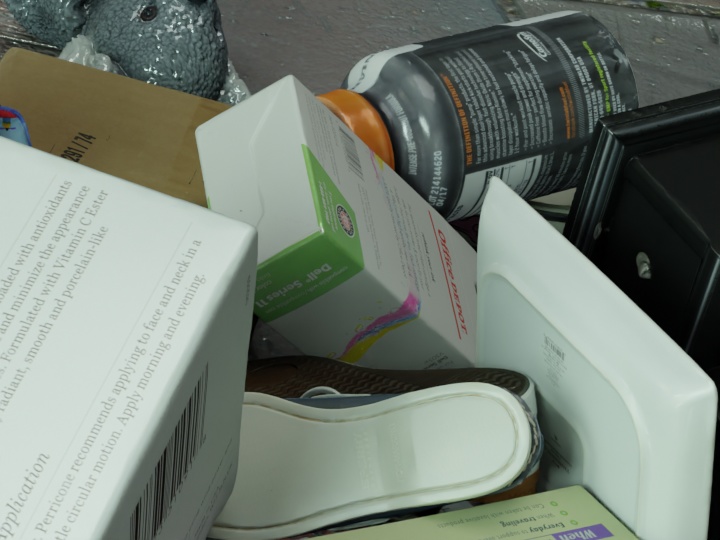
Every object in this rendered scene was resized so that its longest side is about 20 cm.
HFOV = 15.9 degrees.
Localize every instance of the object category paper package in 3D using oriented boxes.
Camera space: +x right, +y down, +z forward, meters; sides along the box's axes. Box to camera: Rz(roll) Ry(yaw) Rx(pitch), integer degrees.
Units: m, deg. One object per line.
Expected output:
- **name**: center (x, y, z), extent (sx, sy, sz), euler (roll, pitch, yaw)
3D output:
- **paper package**: center (-0.142, -0.023, 1.441), extent (0.190, 0.104, 0.200), euler (15, 27, -2)

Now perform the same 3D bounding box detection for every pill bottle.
- **pill bottle**: center (0.058, -0.085, 1.500), extent (0.199, 0.107, 0.106), euler (-15, 39, -34)

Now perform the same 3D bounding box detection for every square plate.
- **square plate**: center (0.105, 0.084, 1.271), extent (0.028, 0.199, 0.200), euler (-18, 39, -22)

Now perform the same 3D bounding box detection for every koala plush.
- **koala plush**: center (-0.142, -0.164, 1.681), extent (0.177, 0.184, 0.201), euler (8, 47, -37)

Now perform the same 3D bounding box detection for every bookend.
- **bookend**: center (0.188, 0.050, 1.325), extent (0.092, 0.199, 0.200), euler (-15, 48, -30)

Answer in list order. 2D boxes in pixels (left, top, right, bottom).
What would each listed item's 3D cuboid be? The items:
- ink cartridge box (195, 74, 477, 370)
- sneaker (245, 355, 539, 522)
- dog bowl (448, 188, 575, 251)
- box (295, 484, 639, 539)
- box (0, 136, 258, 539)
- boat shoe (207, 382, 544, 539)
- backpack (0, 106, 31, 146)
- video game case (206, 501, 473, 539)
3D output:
- **ink cartridge box**: center (0.000, 0.000, 1.384), extent (0.200, 0.067, 0.118), euler (41, 27, -43)
- **sneaker**: center (-0.004, 0.094, 1.296), extent (0.199, 0.085, 0.073), euler (4, 25, 28)
- **dog bowl**: center (0.093, -0.054, 1.647), extent (0.199, 0.074, 0.200), euler (12, 28, -7)
- **box**: center (0.079, 0.200, 1.141), extent (0.175, 0.097, 0.200), euler (-7, 34, -36)
- **box**: center (-0.140, 0.091, 1.063), extent (0.130, 0.200, 0.199), euler (19, 52, 8)
- **boat shoe**: center (-0.012, 0.089, 1.218), extent (0.199, 0.075, 0.062), euler (-12, -14, 11)
- **backpack**: center (-0.269, -0.001, 1.272), extent (0.199, 0.184, 0.134), euler (-17, -14, 21)
- **video game case**: center (-0.036, 0.127, 1.301), extent (0.199, 0.023, 0.182), euler (-9, 35, -37)
